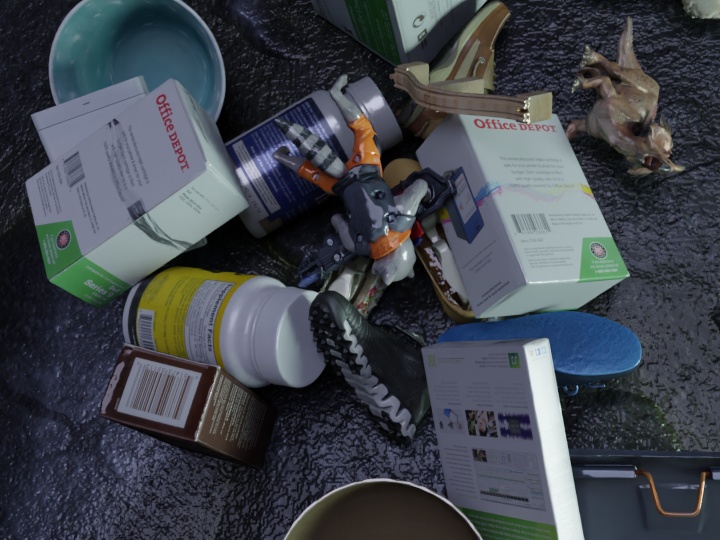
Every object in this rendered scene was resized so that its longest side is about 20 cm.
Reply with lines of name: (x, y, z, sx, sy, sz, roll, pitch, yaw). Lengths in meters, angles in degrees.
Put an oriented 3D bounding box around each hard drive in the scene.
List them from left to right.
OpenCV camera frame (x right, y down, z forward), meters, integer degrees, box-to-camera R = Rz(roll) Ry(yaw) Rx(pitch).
hard drive: (-0.272, -0.102, 1.000, 0.132, 0.027, 0.200, -18, 103, 6)

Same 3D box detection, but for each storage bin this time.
storage bin: (0.275, 0.230, 0.789, 0.200, 0.146, 0.135, -2, 81, 10)

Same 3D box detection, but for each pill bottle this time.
pill bottle: (-0.135, 0.058, 0.902, 0.200, 0.114, 0.115, 6, 71, 32)
pill bottle: (-0.058, -0.130, 0.984, 0.200, 0.111, 0.111, -30, 68, -1)

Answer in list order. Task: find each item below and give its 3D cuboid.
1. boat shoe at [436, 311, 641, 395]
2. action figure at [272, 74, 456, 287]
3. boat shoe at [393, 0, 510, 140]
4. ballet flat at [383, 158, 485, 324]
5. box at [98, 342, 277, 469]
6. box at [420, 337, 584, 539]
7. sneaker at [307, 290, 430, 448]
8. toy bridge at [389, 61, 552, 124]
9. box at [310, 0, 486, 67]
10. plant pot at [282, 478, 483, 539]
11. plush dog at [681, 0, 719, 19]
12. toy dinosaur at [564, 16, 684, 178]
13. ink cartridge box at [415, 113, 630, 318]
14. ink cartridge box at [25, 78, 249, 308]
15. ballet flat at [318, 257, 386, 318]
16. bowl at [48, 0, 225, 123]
boat shoe: (0.178, 0.082, 0.892, 0.200, 0.069, 0.084, 4, 58, 17)
action figure: (-0.020, -0.061, 0.872, 0.200, 0.105, 0.194, -41, 78, 20)
boat shoe: (0.116, -0.221, 1.012, 0.074, 0.076, 0.200, 39, 71, -8)
ballet flat: (0.083, -0.037, 0.929, 0.069, 0.063, 0.200, -29, 81, 3)
box: (-0.159, 0.138, 0.861, 0.100, 0.200, 0.075, 12, 71, 13)
box: (0.127, 0.163, 0.805, 0.036, 0.144, 0.200, -9, 90, -34)
sneaker: (0.019, 0.080, 0.872, 0.066, 0.200, 0.091, 14, 53, 49)
toy bridge: (0.091, -0.173, 0.863, 0.067, 0.027, 0.200, -17, 29, -32)
box: (0.048, -0.377, 1.004, 0.171, 0.199, 0.200, 39, 82, 21)
plant pot: (0.029, 0.298, 0.804, 0.200, 0.134, 0.201, -4, 70, 10)
plush dog: (0.370, -0.400, 0.996, 0.200, 0.161, 0.172, 23, 50, 16)
toy dinosaur: (0.291, -0.174, 0.955, 0.135, 0.086, 0.200, 19, 63, 9)
ink cartridge box: (0.161, -0.061, 0.899, 0.145, 0.088, 0.200, -4, 66, -33)
ink cartridge box: (-0.231, -0.079, 0.911, 0.200, 0.084, 0.146, -32, 55, 9)
ballet flat: (0.000, 0.000, 0.953, 0.076, 0.064, 0.200, 18, 75, 15)
bowl: (-0.246, -0.227, 1.034, 0.200, 0.105, 0.201, 1, 104, 4)
